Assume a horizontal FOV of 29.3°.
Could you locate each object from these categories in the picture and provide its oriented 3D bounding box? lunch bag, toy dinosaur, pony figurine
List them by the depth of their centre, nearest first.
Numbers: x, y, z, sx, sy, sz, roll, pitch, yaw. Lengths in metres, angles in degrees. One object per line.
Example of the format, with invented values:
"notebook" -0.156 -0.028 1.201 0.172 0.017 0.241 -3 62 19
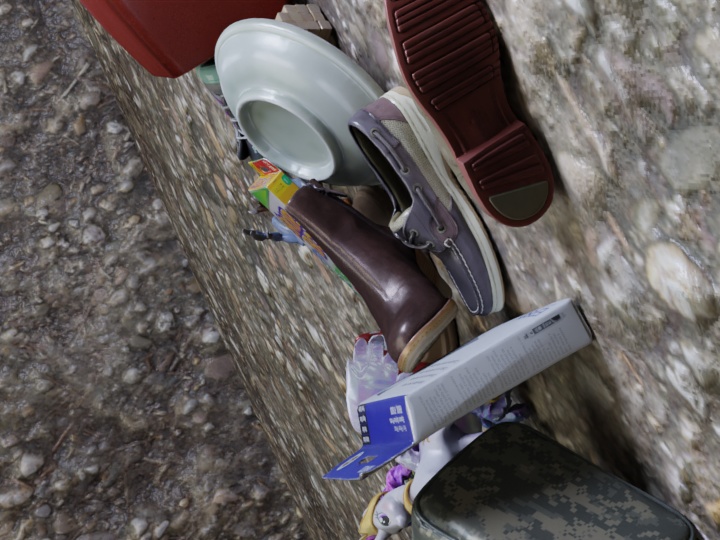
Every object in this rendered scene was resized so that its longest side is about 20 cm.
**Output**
"lunch bag" 0.138 0.235 1.027 0.199 0.139 0.169 26 135 33
"pony figurine" 0.068 0.159 1.242 0.200 0.166 0.194 -28 43 51
"toy dinosaur" -0.047 -0.066 1.551 0.181 0.105 0.199 38 -169 37

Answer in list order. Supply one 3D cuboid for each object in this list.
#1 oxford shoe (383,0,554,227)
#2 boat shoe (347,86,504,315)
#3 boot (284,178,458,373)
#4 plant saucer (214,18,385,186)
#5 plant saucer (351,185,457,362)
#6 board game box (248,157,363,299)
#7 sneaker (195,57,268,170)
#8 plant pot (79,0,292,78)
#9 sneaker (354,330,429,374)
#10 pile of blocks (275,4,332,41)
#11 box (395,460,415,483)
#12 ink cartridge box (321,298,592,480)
"oxford shoe" 0.062 -0.122 0.936 0.075 0.070 0.201 -160 47 -79
"boat shoe" 0.052 -0.048 1.120 0.201 0.064 0.072 64 164 -5
"boot" 0.000 0.000 1.153 0.166 0.073 0.200 37 -166 -3
"plant saucer" -0.054 -0.132 1.215 0.199 0.050 0.201 28 154 15
"plant saucer" 0.037 0.009 1.377 0.201 0.029 0.201 59 165 26
"board game box" -0.032 -0.029 1.297 0.200 0.030 0.095 46 170 -11
"sneaker" -0.103 -0.151 1.390 0.200 0.077 0.141 -32 -69 -75
"plant pot" -0.176 -0.293 1.313 0.177 0.199 0.200 61 169 -17
"sneaker" 0.045 0.151 1.463 0.200 0.078 0.116 -112 16 -65
"pile of blocks" -0.071 -0.184 1.320 0.201 0.082 0.062 86 161 -55
"box" 0.106 0.275 1.569 0.201 0.044 0.161 59 167 25
"ink cartridge box" 0.059 0.094 1.058 0.041 0.199 0.200 60 166 2
